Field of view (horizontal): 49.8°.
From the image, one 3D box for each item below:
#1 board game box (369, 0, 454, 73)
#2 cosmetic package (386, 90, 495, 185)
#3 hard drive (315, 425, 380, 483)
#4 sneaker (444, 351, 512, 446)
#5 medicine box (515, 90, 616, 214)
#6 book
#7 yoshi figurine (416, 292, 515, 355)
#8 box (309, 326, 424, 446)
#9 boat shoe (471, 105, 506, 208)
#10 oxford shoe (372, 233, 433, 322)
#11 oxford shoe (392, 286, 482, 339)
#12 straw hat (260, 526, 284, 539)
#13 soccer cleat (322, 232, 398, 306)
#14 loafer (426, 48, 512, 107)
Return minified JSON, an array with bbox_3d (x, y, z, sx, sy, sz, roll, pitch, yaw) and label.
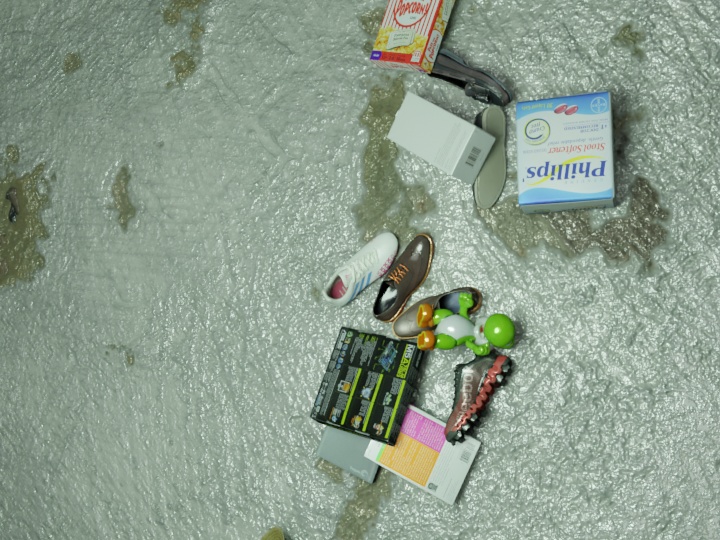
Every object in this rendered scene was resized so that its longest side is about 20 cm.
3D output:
[{"bbox_3d":[0.114,-0.525,1.633,0.150,0.046,0.205,19,90,43],"label":"board game box"},{"bbox_3d":[0.159,-0.268,1.556,0.199,0.084,0.109,40,108,39],"label":"cosmetic package"},{"bbox_3d":[0.003,0.316,1.608,0.137,0.033,0.205,21,91,21],"label":"hard drive"},{"bbox_3d":[0.210,0.239,1.511,0.097,0.071,0.203,30,82,25],"label":"sneaker"},{"bbox_3d":[0.394,-0.221,1.489,0.177,0.103,0.206,-3,82,20],"label":"medicine box"},{"bbox_3d":[0.123,0.352,1.534,0.197,0.048,0.136,27,88,10],"label":"book"},{"bbox_3d":[0.210,0.109,1.473,0.194,0.112,0.115,5,108,-11],"label":"yoshi figurine"},{"bbox_3d":[0.013,0.227,1.553,0.189,0.048,0.204,9,70,29],"label":"box"},{"bbox_3d":[0.253,-0.228,1.577,0.062,0.071,0.206,6,91,63],"label":"boat shoe"},{"bbox_3d":[0.087,0.016,1.590,0.070,0.072,0.204,28,93,21],"label":"oxford shoe"},{"bbox_3d":[0.145,0.081,1.560,0.197,0.073,0.073,-27,75,15],"label":"oxford shoe"},{"bbox_3d":[-0.164,0.639,1.600,0.083,0.200,0.206,20,92,-22],"label":"straw hat"},{"bbox_3d":[0.000,0.000,1.617,0.200,0.086,0.070,-47,71,9],"label":"soccer cleat"},{"bbox_3d":[0.219,-0.380,1.585,0.063,0.072,0.199,-45,62,-9],"label":"loafer"}]
